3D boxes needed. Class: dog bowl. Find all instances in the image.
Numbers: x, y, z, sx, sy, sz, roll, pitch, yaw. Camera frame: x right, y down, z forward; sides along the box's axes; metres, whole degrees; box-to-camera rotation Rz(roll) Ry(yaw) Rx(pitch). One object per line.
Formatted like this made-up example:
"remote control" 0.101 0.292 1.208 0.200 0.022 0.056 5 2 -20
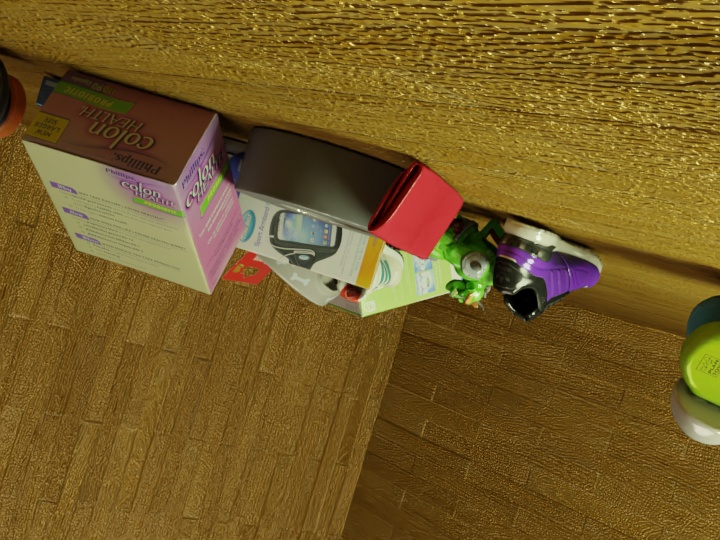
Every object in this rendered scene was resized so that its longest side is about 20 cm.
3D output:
"dog bowl" -0.093 -0.034 1.465 0.200 0.059 0.200 44 -174 -5

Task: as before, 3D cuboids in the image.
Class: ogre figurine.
"ogre figurine" 0.116 -0.027 1.293 0.119 0.098 0.200 37 172 24

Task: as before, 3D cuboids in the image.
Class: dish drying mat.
"dish drying mat" 0.055 -0.054 1.048 0.018 0.077 0.200 34 -176 15

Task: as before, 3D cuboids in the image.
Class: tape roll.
"tape roll" -0.027 -0.084 1.146 0.198 0.067 0.200 18 180 0

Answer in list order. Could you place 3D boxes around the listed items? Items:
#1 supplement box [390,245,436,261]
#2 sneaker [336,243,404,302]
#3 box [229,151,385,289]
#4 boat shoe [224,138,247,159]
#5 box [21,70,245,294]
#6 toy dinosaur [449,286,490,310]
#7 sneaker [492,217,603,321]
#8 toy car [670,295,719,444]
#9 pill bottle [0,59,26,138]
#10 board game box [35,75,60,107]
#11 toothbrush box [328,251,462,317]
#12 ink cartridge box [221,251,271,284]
"supplement box" 0.014 -0.071 1.477 0.197 0.062 0.109 17 179 6
"sneaker" 0.000 0.000 1.402 0.069 0.095 0.200 14 164 18
"box" -0.064 -0.066 1.272 0.197 0.121 0.041 18 -175 5
"boat shoe" -0.093 -0.092 1.335 0.199 0.087 0.075 18 180 16
"box" -0.230 -0.089 1.171 0.174 0.098 0.201 17 151 15
"toy dinosaur" 0.159 -0.001 1.909 0.076 0.104 0.200 17 179 -18
"sneaker" 0.202 0.010 1.252 0.069 0.101 0.199 19 180 38
"toy car" 0.417 0.090 1.138 0.197 0.176 0.151 17 -144 -5
"pill bottle" -0.428 -0.190 1.124 0.105 0.108 0.199 17 179 26
"board game box" -0.273 -0.176 1.329 0.197 0.035 0.135 17 180 -5
"toothbrush box" 0.048 -0.005 1.659 0.198 0.087 0.145 -16 -165 -26
"ink cartridge box" -0.098 -0.038 1.651 0.050 0.200 0.161 45 -173 13
